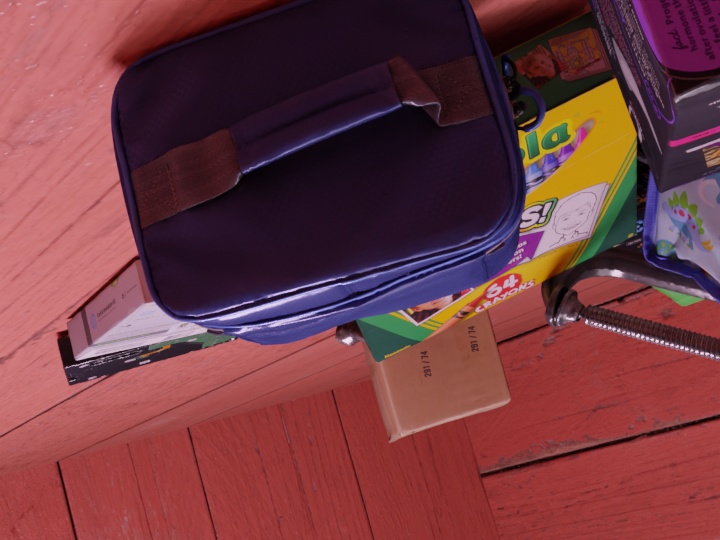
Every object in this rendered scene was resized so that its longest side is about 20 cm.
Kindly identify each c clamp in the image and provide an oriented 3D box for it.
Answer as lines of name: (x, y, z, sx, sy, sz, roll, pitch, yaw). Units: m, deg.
c clamp: (0.199, 0.028, 0.691, 0.198, 0.028, 0.170, 18, -146, 34)

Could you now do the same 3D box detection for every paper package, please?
paper package: (0.106, 0.126, 1.581, 0.187, 0.203, 0.104, -15, 171, -11)

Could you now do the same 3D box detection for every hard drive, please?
hard drive: (-0.222, 0.072, 1.157, 0.197, 0.038, 0.140, -14, 171, -15)

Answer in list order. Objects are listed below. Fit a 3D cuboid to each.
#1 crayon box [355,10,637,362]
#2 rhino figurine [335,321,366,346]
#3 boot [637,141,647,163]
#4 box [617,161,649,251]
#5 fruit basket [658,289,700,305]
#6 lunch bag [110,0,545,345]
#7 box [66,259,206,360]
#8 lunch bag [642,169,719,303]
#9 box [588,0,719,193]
crayon box: (0.071, -0.043, 0.662, 0.197, 0.059, 0.173, -26, 148, -1)
rhino figurine: (0.000, 0.000, 0.822, 0.086, 0.060, 0.201, -23, -153, 2)
boot: (0.277, -0.113, 0.859, 0.197, 0.077, 0.168, -22, 168, -8)
box: (0.251, -0.059, 1.026, 0.156, 0.047, 0.200, -18, -167, 2)
fruit basket: (0.537, -0.026, 1.574, 0.211, 0.158, 0.216, -4, 163, -1)
lunch bag: (-0.009, -0.049, 0.509, 0.197, 0.138, 0.132, -18, 171, 8)
box: (-0.164, 0.026, 0.981, 0.154, 0.042, 0.199, -12, 170, -34)
lunch bag: (0.284, -0.093, 0.696, 0.167, 0.203, 0.127, -11, -152, -23)
box: (0.155, -0.119, 0.444, 0.104, 0.124, 0.200, -19, 171, 11)
